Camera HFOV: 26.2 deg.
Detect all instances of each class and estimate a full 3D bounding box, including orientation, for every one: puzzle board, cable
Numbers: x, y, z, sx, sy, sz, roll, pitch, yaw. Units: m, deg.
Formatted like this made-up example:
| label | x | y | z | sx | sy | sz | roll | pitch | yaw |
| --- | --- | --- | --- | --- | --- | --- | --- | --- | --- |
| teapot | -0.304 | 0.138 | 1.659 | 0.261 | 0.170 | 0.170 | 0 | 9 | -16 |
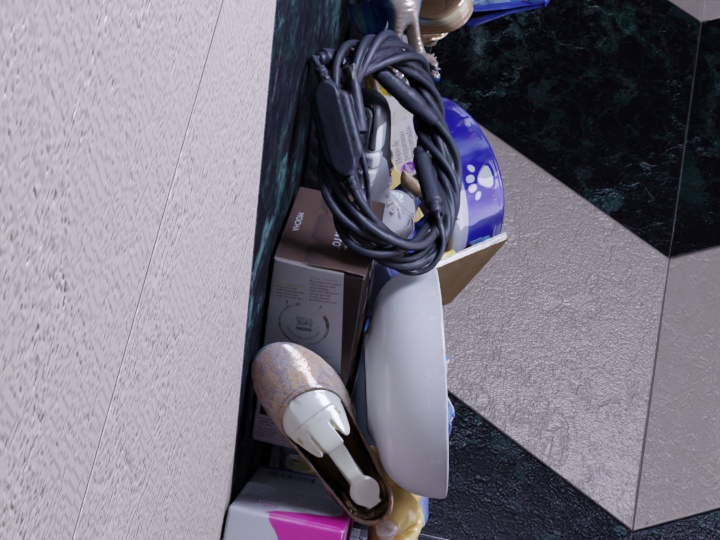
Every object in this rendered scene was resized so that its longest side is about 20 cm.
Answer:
| label | x | y | z | sx | sy | sz | roll | pitch | yaw |
| --- | --- | --- | --- | --- | --- | --- | --- | --- | --- |
| puzzle board | 0.064 | 0.021 | 1.679 | 0.017 | 0.150 | 0.200 | 63 | -23 | 13 |
| cable | 0.025 | -0.095 | 1.278 | 0.163 | 0.051 | 0.202 | -20 | 94 | -53 |

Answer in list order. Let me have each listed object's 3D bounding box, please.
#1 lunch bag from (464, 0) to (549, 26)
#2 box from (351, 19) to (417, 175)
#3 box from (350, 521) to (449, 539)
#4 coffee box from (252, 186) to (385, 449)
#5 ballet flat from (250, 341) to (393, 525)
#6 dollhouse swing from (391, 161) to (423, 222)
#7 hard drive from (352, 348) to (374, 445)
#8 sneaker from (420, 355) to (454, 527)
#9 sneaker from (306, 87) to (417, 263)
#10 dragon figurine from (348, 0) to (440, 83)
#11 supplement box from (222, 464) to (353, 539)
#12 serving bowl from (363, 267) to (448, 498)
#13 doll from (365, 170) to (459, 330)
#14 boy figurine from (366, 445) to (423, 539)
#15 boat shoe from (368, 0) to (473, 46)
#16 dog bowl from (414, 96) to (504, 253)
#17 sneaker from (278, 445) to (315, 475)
| label | x | y | z | sx | sy | sz | roll | pitch | yaw |
| --- | --- | --- | --- | --- | --- | --- | --- | --- | --- |
| lunch bag | 0.130 | -0.376 | 1.782 | 0.171 | 0.198 | 0.128 | -77 | 176 | -46 |
| box | 0.031 | -0.179 | 1.579 | 0.201 | 0.038 | 0.042 | 76 | -12 | -47 |
| box | -0.021 | 0.326 | 1.529 | 0.044 | 0.198 | 0.162 | 84 | 17 | -81 |
| coffee box | -0.036 | 0.045 | 1.336 | 0.113 | 0.079 | 0.201 | -73 | 174 | -53 |
| ballet flat | -0.023 | 0.140 | 1.279 | 0.200 | 0.068 | 0.067 | 55 | -1 | -36 |
| dollhouse swing | -0.030 | -0.037 | 1.610 | 0.183 | 0.175 | 0.200 | 60 | -1 | 6 |
| hard drive | 0.002 | 0.140 | 1.561 | 0.140 | 0.033 | 0.202 | 108 | -18 | -78 |
| sneaker | 0.058 | 0.162 | 1.554 | 0.076 | 0.076 | 0.201 | 98 | -9 | -62 |
| sneaker | 0.010 | -0.080 | 1.396 | 0.115 | 0.075 | 0.201 | -14 | 134 | -42 |
| dragon figurine | 0.024 | -0.252 | 1.443 | 0.201 | 0.058 | 0.100 | -116 | -155 | -43 |
| supplement box | -0.064 | 0.246 | 1.371 | 0.200 | 0.100 | 0.104 | -17 | 119 | -86 |
| serving bowl | 0.036 | 0.095 | 1.326 | 0.200 | 0.065 | 0.202 | 178 | -90 | -90 |
| doll | 0.000 | 0.000 | 1.481 | 0.200 | 0.136 | 0.048 | -50 | 160 | 5 |
| boy figurine | 0.020 | 0.242 | 1.386 | 0.125 | 0.064 | 0.201 | 95 | 6 | -61 |
| boat shoe | 0.069 | -0.261 | 1.541 | 0.071 | 0.065 | 0.200 | -40 | -155 | -3 |
| dog bowl | 0.070 | -0.093 | 1.742 | 0.078 | 0.200 | 0.201 | -21 | 138 | -31 |
| sneaker | -0.049 | 0.184 | 1.523 | 0.200 | 0.079 | 0.132 | -54 | 147 | -81 |
